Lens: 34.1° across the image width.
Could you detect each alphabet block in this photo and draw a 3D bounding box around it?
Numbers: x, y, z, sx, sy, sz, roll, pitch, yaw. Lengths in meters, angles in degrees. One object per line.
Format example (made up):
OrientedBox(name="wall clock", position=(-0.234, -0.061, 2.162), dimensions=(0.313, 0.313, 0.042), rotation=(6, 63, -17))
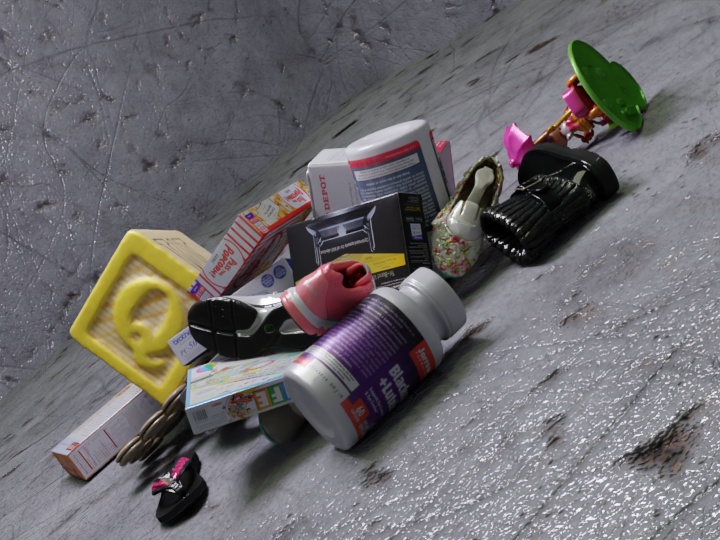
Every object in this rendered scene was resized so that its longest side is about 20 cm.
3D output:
OrientedBox(name="alphabet block", position=(-0.290, 0.066, 1.797), dimensions=(0.197, 0.195, 0.200), rotation=(-59, -8, 6))

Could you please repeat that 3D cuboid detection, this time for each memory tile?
OrientedBox(name="memory tile", position=(-0.271, 0.203, 1.698), dimensions=(0.200, 0.017, 0.153), rotation=(-48, -7, 1))

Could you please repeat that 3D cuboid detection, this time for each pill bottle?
OrientedBox(name="pill bottle", position=(0.020, 0.091, 1.286), dimensions=(0.200, 0.112, 0.111), rotation=(-41, 14, -18))
OrientedBox(name="pill bottle", position=(0.064, -0.086, 1.561), dimensions=(0.118, 0.203, 0.120), rotation=(-18, 13, 4))

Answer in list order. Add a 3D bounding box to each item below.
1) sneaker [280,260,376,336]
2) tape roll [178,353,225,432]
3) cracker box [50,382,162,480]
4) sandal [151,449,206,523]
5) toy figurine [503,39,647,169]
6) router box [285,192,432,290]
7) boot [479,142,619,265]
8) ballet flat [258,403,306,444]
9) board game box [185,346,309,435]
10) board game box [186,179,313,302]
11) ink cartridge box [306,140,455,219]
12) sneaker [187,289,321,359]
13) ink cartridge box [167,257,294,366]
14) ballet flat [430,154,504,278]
OrientedBox(name="sneaker", position=(-0.005, 0.031, 1.349), dimensions=(0.087, 0.074, 0.199), rotation=(-45, -23, 19))
OrientedBox(name="tape roll", position=(-0.153, 0.128, 1.598), dimensions=(0.200, 0.066, 0.200), rotation=(-43, -2, -2))
OrientedBox(name="cracker box", position=(-0.412, 0.260, 1.958), dimensions=(0.200, 0.058, 0.134), rotation=(-41, 13, -23))
OrientedBox(name="sandal", position=(-0.239, 0.266, 1.499), dimensions=(0.075, 0.045, 0.200), rotation=(-37, 13, -3))
OrientedBox(name="toy figurine", position=(0.289, -0.208, 1.660), dimensions=(0.184, 0.151, 0.199), rotation=(-39, -13, 32))
OrientedBox(name="router box", position=(0.000, 0.000, 1.502), dimensions=(0.198, 0.160, 0.052), rotation=(-14, -8, 40))
OrientedBox(name="boot", position=(0.213, -0.086, 1.477), dimensions=(0.157, 0.080, 0.211), rotation=(-39, 13, -10))
OrientedBox(name="ballet flat", position=(-0.078, 0.143, 1.453), dimensions=(0.064, 0.067, 0.200), rotation=(-41, 9, 19))
OrientedBox(name="board game box", position=(-0.109, 0.125, 1.399), dimensions=(0.197, 0.035, 0.135), rotation=(-18, 16, -2))
OrientedBox(name="board game box", position=(-0.151, -0.038, 1.676), dimensions=(0.152, 0.046, 0.200), rotation=(-52, -6, 28))
OrientedBox(name="ink cartridge box", position=(0.035, -0.103, 1.699), dimensions=(0.197, 0.147, 0.084), rotation=(-1, 24, 19))
OrientedBox(name="sneaker", position=(-0.110, 0.058, 1.461), dimensions=(0.197, 0.077, 0.115), rotation=(-1, 12, 23))
OrientedBox(name="ink cartridge box", position=(-0.168, 0.057, 1.630), dimensions=(0.199, 0.044, 0.094), rotation=(-36, -4, 3))
OrientedBox(name="ballet flat", position=(0.137, -0.078, 1.495), dimensions=(0.064, 0.075, 0.201), rotation=(111, -179, -47))
